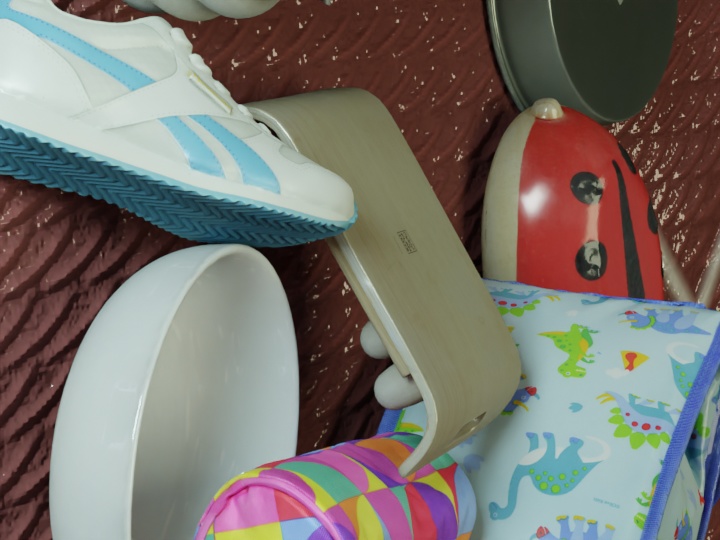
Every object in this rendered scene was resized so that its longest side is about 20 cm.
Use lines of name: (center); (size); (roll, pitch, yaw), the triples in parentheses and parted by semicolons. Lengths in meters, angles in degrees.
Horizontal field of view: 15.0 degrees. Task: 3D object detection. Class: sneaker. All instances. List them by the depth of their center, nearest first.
sneaker: (-0.085, -0.066, 1.233); (0.199, 0.076, 0.081); (21, 69, -27)

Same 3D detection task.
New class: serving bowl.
serving bowl: (-0.094, 0.084, 1.270); (0.200, 0.065, 0.201); (8, 90, -71)

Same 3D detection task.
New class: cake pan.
cake pan: (0.140, -0.178, 1.668); (0.200, 0.037, 0.202); (-2, 93, -57)

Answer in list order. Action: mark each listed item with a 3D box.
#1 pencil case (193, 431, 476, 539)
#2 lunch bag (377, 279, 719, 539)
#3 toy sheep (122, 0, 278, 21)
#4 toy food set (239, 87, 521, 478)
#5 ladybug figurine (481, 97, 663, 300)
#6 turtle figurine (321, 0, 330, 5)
pencil case: (-0.010, 0.128, 1.301); (0.200, 0.088, 0.089); (-14, 103, -69)
lunch bag: (0.106, 0.097, 1.486); (0.128, 0.169, 0.201); (71, 32, -54)
toy sheep: (-0.058, -0.177, 1.209); (0.138, 0.199, 0.139); (19, 68, -58)
toy food set: (0.000, 0.000, 1.363); (0.201, 0.060, 0.143); (61, 21, 4)
ladybug figurine: (0.130, -0.005, 1.618); (0.136, 0.072, 0.201); (-37, 124, -44)
turtle figurine: (0.022, -0.226, 1.392); (0.194, 0.200, 0.144); (-21, 143, -59)
